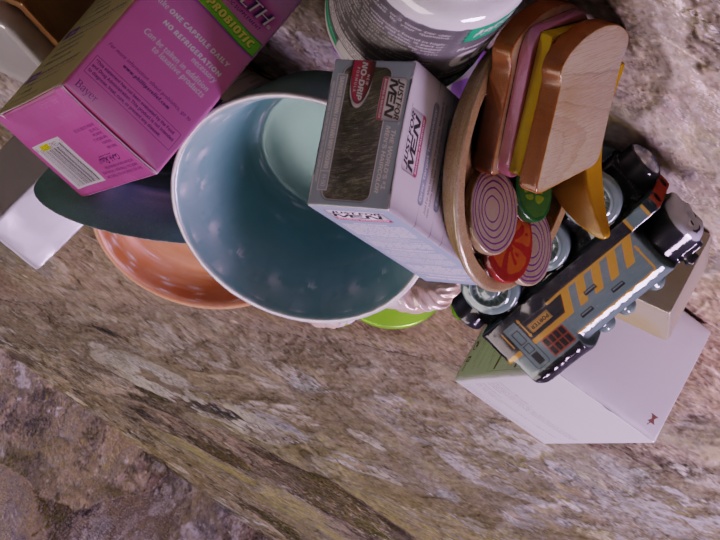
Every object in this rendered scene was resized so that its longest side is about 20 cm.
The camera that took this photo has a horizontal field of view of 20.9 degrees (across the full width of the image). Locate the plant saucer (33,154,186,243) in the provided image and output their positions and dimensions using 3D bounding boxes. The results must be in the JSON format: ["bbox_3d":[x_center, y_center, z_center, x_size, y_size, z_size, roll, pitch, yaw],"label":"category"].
[{"bbox_3d":[-0.166,-0.071,1.604,0.200,0.036,0.200,8,-162,-3],"label":"plant saucer"}]

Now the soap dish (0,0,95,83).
[{"bbox_3d":[-0.303,-0.226,1.611,0.200,0.081,0.157,25,168,28],"label":"soap dish"}]

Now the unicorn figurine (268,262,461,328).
[{"bbox_3d":[0.000,0.000,1.600,0.137,0.200,0.074,40,137,15],"label":"unicorn figurine"}]

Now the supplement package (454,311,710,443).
[{"bbox_3d":[0.194,0.076,1.740,0.117,0.117,0.200,36,163,-16],"label":"supplement package"}]

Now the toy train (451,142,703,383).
[{"bbox_3d":[0.163,-0.006,1.470,0.114,0.200,0.085,45,-155,-6],"label":"toy train"}]

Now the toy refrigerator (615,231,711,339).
[{"bbox_3d":[0.171,-0.026,1.557,0.200,0.076,0.070,25,163,15],"label":"toy refrigerator"}]

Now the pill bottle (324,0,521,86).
[{"bbox_3d":[0.047,-0.191,1.222,0.113,0.113,0.200,31,164,-3],"label":"pill bottle"}]

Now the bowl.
[{"bbox_3d":[-0.033,-0.071,1.476,0.200,0.105,0.201,8,127,11],"label":"bowl"}]

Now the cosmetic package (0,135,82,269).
[{"bbox_3d":[-0.261,-0.109,1.796,0.074,0.200,0.102,43,-172,-36],"label":"cosmetic package"}]

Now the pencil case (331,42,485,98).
[{"bbox_3d":[0.061,-0.127,1.430,0.084,0.086,0.200,-3,143,44],"label":"pencil case"}]

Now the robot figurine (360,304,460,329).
[{"bbox_3d":[0.033,-0.014,1.754,0.175,0.116,0.200,24,163,2],"label":"robot figurine"}]

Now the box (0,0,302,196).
[{"bbox_3d":[-0.156,-0.166,1.472,0.097,0.200,0.176,43,160,-17],"label":"box"}]

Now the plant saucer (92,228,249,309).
[{"bbox_3d":[-0.142,-0.049,1.760,0.200,0.037,0.200,5,133,6],"label":"plant saucer"}]

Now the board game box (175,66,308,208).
[{"bbox_3d":[-0.103,-0.126,1.636,0.200,0.046,0.151,28,-156,10],"label":"board game box"}]

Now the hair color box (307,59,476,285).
[{"bbox_3d":[0.040,-0.061,1.304,0.061,0.099,0.200,5,168,25],"label":"hair color box"}]

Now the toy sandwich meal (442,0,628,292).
[{"bbox_3d":[0.124,-0.080,1.298,0.070,0.205,0.205,13,157,29],"label":"toy sandwich meal"}]
